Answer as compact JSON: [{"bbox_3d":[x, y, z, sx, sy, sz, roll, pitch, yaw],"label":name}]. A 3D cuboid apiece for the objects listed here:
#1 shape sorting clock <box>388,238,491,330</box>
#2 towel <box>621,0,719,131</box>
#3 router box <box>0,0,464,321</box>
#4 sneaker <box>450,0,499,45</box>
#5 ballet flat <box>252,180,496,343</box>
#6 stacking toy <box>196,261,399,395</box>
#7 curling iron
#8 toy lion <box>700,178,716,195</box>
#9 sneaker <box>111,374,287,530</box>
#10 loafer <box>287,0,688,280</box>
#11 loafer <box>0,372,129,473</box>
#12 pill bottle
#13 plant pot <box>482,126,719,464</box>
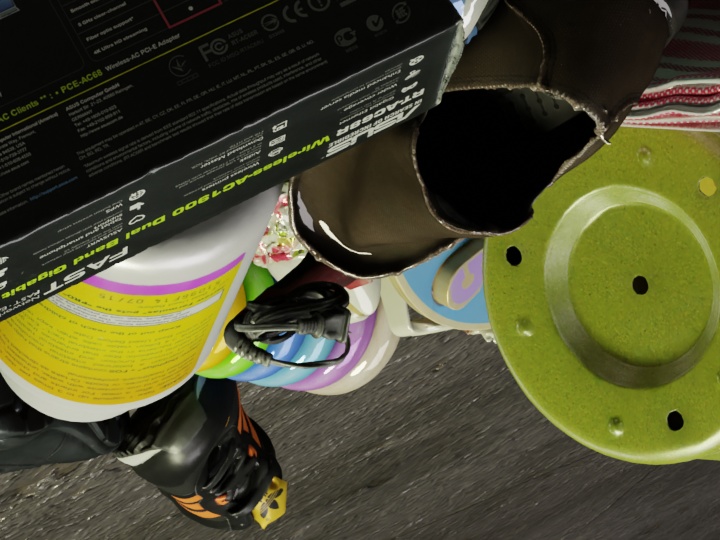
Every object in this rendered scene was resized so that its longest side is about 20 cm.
[{"bbox_3d":[0.078,-0.067,1.202,0.200,0.039,0.200,-31,133,-40],"label":"shape sorting clock"},{"bbox_3d":[0.130,-0.095,1.072,0.146,0.030,0.200,6,-155,36],"label":"towel"},{"bbox_3d":[-0.094,-0.076,0.810,0.200,0.150,0.062,-26,165,-14],"label":"router box"},{"bbox_3d":[-0.052,-0.089,0.917,0.200,0.076,0.077,-9,156,3],"label":"sneaker"},{"bbox_3d":[0.011,-0.004,1.324,0.200,0.064,0.076,9,167,-43],"label":"ballet flat"},{"bbox_3d":[-0.068,0.014,1.334,0.085,0.085,0.200,-38,157,28],"label":"stacking toy"},{"bbox_3d":[0.000,0.000,1.209,0.200,0.049,0.026,-39,137,-62],"label":"curling iron"},{"bbox_3d":[0.217,-0.050,1.440,0.069,0.200,0.192,-13,139,-54],"label":"toy lion"},{"bbox_3d":[-0.068,0.089,1.448,0.070,0.090,0.200,-53,-176,-7],"label":"sneaker"},{"bbox_3d":[0.028,-0.043,0.979,0.200,0.073,0.071,-41,-159,53],"label":"loafer"},{"bbox_3d":[-0.157,0.055,1.313,0.070,0.068,0.201,-12,176,15],"label":"loafer"},{"bbox_3d":[-0.094,-0.010,1.122,0.104,0.104,0.200,-24,164,-22],"label":"pill bottle"},{"bbox_3d":[0.149,-0.011,1.116,0.200,0.201,0.193,-40,165,34],"label":"plant pot"}]
